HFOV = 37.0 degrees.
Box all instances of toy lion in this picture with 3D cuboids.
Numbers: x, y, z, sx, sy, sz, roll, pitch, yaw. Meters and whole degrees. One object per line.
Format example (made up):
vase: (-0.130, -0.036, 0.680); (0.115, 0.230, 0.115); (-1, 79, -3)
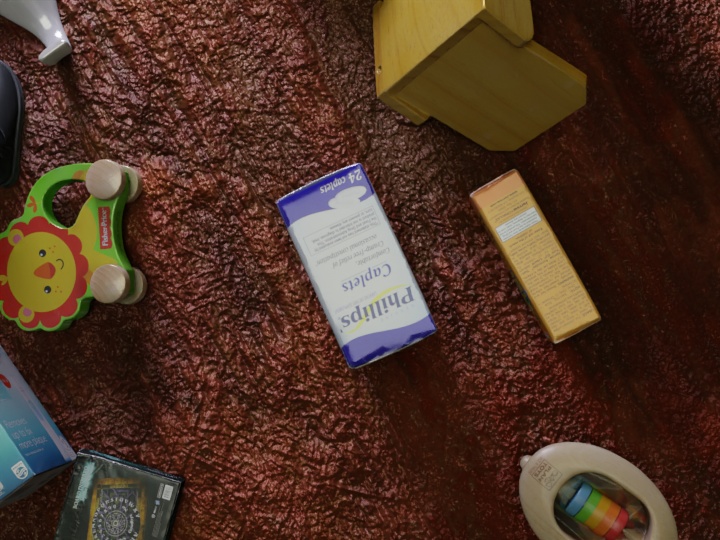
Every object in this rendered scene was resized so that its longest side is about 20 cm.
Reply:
toy lion: (-0.363, -0.027, 1.309); (0.191, 0.069, 0.201); (-3, 88, 12)

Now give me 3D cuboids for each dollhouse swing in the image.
dollhouse swing: (0.142, -0.261, 1.222); (0.175, 0.200, 0.182); (12, 64, -30)

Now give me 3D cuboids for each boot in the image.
boot: (-0.456, -0.186, 1.247); (0.065, 0.200, 0.165); (-8, 87, 4)

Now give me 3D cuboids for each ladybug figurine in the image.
ladybug figurine: (0.268, 0.273, 1.235); (0.200, 0.072, 0.136); (39, 92, 4)

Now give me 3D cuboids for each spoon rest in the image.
spoon rest: (-0.411, -0.332, 1.328); (0.099, 0.061, 0.200); (-33, 72, 2)

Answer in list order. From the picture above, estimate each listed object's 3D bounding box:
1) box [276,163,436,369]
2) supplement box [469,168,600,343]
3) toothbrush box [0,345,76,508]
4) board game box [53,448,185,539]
box: (0.000, 0.000, 1.211); (0.105, 0.184, 0.200); (-25, 86, 2)
supplement box: (0.202, -0.015, 1.254); (0.069, 0.067, 0.200); (-31, 85, 3)
toothbrush box: (-0.441, 0.172, 1.262); (0.085, 0.146, 0.200); (-37, 84, 2)
board game box: (-0.303, 0.331, 1.303); (0.135, 0.028, 0.201); (16, 90, 5)
